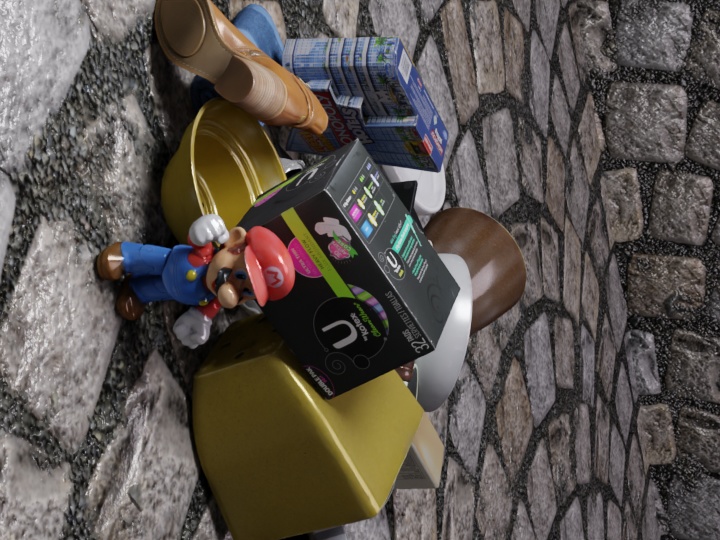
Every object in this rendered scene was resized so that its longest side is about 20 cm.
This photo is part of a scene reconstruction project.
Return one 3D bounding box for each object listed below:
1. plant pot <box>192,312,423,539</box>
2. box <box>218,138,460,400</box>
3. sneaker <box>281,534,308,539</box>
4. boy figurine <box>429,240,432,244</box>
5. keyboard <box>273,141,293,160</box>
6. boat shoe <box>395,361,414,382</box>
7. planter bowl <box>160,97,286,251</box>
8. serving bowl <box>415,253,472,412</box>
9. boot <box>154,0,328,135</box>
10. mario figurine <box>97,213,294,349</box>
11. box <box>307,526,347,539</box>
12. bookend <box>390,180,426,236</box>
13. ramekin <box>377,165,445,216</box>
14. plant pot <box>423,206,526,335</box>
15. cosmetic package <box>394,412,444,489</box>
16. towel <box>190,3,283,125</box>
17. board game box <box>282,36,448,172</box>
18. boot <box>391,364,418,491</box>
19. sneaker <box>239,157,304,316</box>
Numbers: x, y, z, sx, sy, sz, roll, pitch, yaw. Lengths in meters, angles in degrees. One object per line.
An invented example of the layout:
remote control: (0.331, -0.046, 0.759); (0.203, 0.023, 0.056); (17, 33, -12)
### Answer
plant pot: (-0.075, 0.151, 1.534); (0.202, 0.192, 0.196); (62, 30, -19)
box: (-0.018, -0.001, 1.422); (0.201, 0.148, 0.125); (54, 31, -16)
sneaker: (-0.074, 0.359, 1.587); (0.200, 0.105, 0.076); (-46, 128, -62)
boy figurine: (0.039, -0.035, 1.928); (0.200, 0.122, 0.065); (-79, 167, -77)
keyboard: (-0.071, -0.077, 1.792); (0.200, 0.039, 0.105); (46, 22, -56)
boat shoe: (-0.030, 0.094, 1.631); (0.070, 0.197, 0.071); (0, 93, -64)
planter bowl: (-0.155, -0.076, 1.482); (0.200, 0.083, 0.203); (42, 40, -50)
serving bowl: (0.072, 0.073, 1.741); (0.200, 0.065, 0.203); (-169, -90, -74)
boot: (-0.128, -0.221, 1.495); (0.201, 0.074, 0.154); (53, 18, 27)
mario figurine: (-0.157, 0.011, 1.326); (0.123, 0.197, 0.108); (31, 57, -63)
box: (-0.035, 0.335, 1.635); (0.201, 0.041, 0.158); (-114, -167, -56)
bookend: (0.000, 0.000, 1.716); (0.201, 0.196, 0.093); (64, 29, -43)
ramekin: (0.032, -0.161, 1.916); (0.202, 0.093, 0.204); (45, 34, -42)
plant pot: (0.123, 0.035, 2.076); (0.200, 0.185, 0.189); (-43, 126, -44)
cosmetic package: (0.036, 0.217, 1.892); (0.201, 0.104, 0.072); (63, 31, -46)
towel: (-0.135, -0.224, 1.624); (0.201, 0.048, 0.113); (-66, 144, -49)
board game box: (-0.017, -0.197, 1.681); (0.200, 0.197, 0.062); (54, 44, -53)
boot: (-0.013, 0.180, 1.693); (0.072, 0.143, 0.202); (-34, 143, -62)
sneaker: (-0.108, -0.046, 1.611); (0.075, 0.081, 0.203); (39, 51, -61)
